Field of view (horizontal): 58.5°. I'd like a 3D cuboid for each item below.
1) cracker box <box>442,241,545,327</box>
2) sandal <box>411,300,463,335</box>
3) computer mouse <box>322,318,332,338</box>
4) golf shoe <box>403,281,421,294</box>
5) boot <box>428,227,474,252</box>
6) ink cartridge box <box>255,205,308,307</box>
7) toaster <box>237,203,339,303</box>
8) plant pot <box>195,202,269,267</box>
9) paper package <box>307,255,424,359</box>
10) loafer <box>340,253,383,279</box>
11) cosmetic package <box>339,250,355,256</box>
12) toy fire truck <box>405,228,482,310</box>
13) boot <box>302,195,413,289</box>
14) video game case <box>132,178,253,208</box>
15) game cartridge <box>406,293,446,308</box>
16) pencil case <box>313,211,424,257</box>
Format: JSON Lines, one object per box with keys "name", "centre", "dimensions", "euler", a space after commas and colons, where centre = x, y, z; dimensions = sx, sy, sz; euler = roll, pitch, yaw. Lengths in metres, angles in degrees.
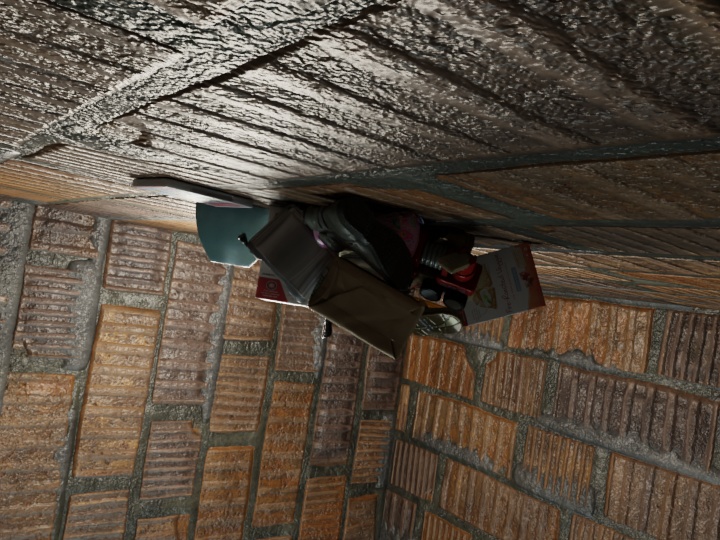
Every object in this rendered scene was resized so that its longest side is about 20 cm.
{"name": "cracker box", "centre": [0.269, 0.034, 1.335], "dimensions": [0.197, 0.136, 0.058], "euler": [-16, 173, 11]}
{"name": "sandal", "centre": [0.129, 0.088, 1.290], "dimensions": [0.198, 0.054, 0.080], "euler": [-6, 135, 47]}
{"name": "computer mouse", "centre": [-0.047, 0.045, 1.407], "dimensions": [0.045, 0.142, 0.202], "euler": [9, 138, -5]}
{"name": "golf shoe", "centre": [0.108, 0.000, 1.399], "dimensions": [0.074, 0.093, 0.200], "euler": [-25, 180, -11]}
{"name": "boot", "centre": [0.159, -0.057, 1.343], "dimensions": [0.075, 0.075, 0.200], "euler": [22, 167, -16]}
{"name": "ink cartridge box", "centre": [-0.135, -0.028, 1.387], "dimensions": [0.142, 0.204, 0.084], "euler": [8, 175, 6]}
{"name": "toaster", "centre": [-0.133, -0.041, 1.287], "dimensions": [0.200, 0.129, 0.114], "euler": [45, 178, 2]}
{"name": "plant pot", "centre": [-0.295, -0.081, 1.505], "dimensions": [0.197, 0.137, 0.200], "euler": [9, 178, 0]}
{"name": "paper package", "centre": [0.010, 0.060, 1.164], "dimensions": [0.189, 0.105, 0.200], "euler": [29, -178, -1]}
{"name": "loafer", "centre": [0.000, 0.000, 1.349], "dimensions": [0.071, 0.064, 0.199], "euler": [16, 169, -22]}
{"name": "cosmetic package", "centre": [-0.025, -0.063, 1.490], "dimensions": [0.197, 0.089, 0.103], "euler": [9, 177, 25]}
{"name": "toy fire truck", "centre": [0.139, -0.016, 1.198], "dimensions": [0.174, 0.130, 0.201], "euler": [21, 153, 11]}
{"name": "boot", "centre": [-0.003, -0.047, 1.112], "dimensions": [0.200, 0.068, 0.130], "euler": [49, 151, -22]}
{"name": "video game case", "centre": [-0.335, -0.154, 1.293], "dimensions": [0.142, 0.018, 0.198], "euler": [8, 177, 44]}
{"name": "game cartridge", "centre": [0.073, 0.059, 1.431], "dimensions": [0.174, 0.033, 0.199], "euler": [19, 174, -30]}
{"name": "pencil case", "centre": [0.012, -0.074, 1.174], "dimensions": [0.197, 0.089, 0.087], "euler": [7, 177, 31]}
